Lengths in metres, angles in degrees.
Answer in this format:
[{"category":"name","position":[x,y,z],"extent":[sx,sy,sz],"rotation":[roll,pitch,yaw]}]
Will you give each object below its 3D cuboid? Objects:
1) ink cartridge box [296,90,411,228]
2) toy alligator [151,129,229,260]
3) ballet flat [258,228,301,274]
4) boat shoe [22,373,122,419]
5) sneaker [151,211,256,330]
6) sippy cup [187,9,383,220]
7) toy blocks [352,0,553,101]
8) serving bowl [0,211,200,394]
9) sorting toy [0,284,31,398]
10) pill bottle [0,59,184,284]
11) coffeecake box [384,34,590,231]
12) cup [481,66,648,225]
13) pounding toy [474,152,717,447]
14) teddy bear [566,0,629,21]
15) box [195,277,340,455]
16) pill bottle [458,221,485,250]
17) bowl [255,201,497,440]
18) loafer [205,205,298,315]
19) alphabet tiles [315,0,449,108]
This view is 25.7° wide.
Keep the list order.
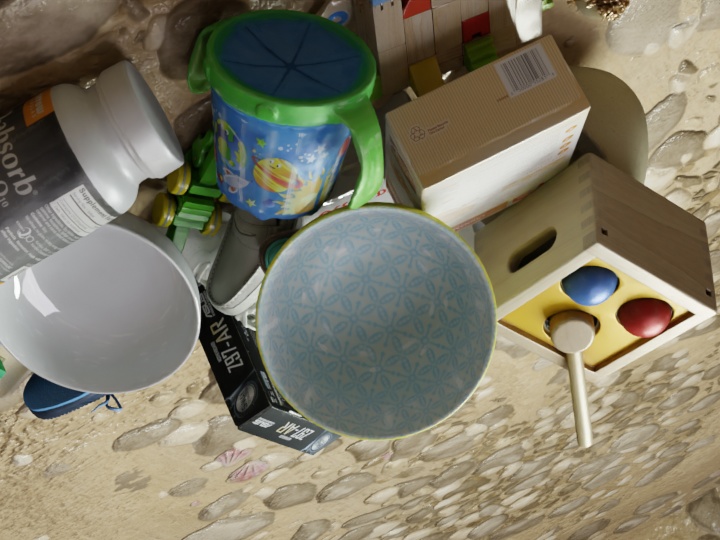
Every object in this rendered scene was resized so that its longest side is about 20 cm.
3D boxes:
[{"category":"ink cartridge box","position":[0.000,-0.065,1.537],"extent":[0.145,0.086,0.201],"rotation":[-22,152,-9]},{"category":"toy alligator","position":[-0.139,-0.093,1.400],"extent":[0.059,0.055,0.201],"rotation":[9,130,-28]},{"category":"ballet flat","position":[0.000,0.000,1.418],"extent":[0.198,0.067,0.069],"rotation":[15,108,-15]},{"category":"boat shoe","position":[-0.246,0.102,1.611],"extent":[0.198,0.085,0.069],"rotation":[-26,143,3]},{"category":"sneaker","position":[-0.109,0.006,1.485],"extent":[0.198,0.081,0.076],"rotation":[23,155,-7]},{"category":"sippy cup","position":[-0.062,-0.117,1.257],"extent":[0.138,0.179,0.131],"rotation":[-1,131,-14]},{"category":"toy blocks","position":[0.071,-0.231,1.283],"extent":[0.198,0.100,0.137],"rotation":[-22,142,-11]},{"category":"serving bowl","position":[-0.238,0.016,1.425],"extent":[0.197,0.066,0.202],"rotation":[2,129,3]},{"category":"sorting toy","position":[-0.377,0.074,1.494],"extent":[0.199,0.037,0.185],"rotation":[5,140,-47]},{"category":"pill bottle","position":[-0.248,-0.077,1.252],"extent":[0.199,0.117,0.116],"rotation":[-30,154,5]},{"category":"coffeecake box","position":[0.102,-0.103,1.343],"extent":[0.152,0.074,0.200],"rotation":[-26,168,-5]},{"category":"cup","position":[0.203,-0.119,1.545],"extent":[0.143,0.200,0.201],"rotation":[-43,168,-38]},{"category":"pounding toy","position":[0.207,0.034,1.435],"extent":[0.183,0.143,0.199],"rotation":[26,137,-29]},{"category":"teddy bear","position":[0.256,-0.294,1.402],"extent":[0.144,0.067,0.200],"rotation":[11,143,-38]},{"category":"box","position":[-0.103,0.075,1.566],"extent":[0.043,0.201,0.160],"rotation":[-33,154,14]},{"category":"pill bottle","position":[0.052,0.037,1.547],"extent":[0.199,0.112,0.111],"rotation":[-35,153,16]},{"category":"bowl","position":[0.012,0.030,1.330],"extent":[0.199,0.201,0.108],"rotation":[-30,-167,7]},{"category":"loafer","position":[-0.088,-0.052,1.405],"extent":[0.069,0.070,0.202],"rotation":[11,110,-54]},{"category":"alphabet tiles","position":[0.034,-0.214,1.379],"extent":[0.194,0.015,0.200],"rotation":[0,143,-43]}]
